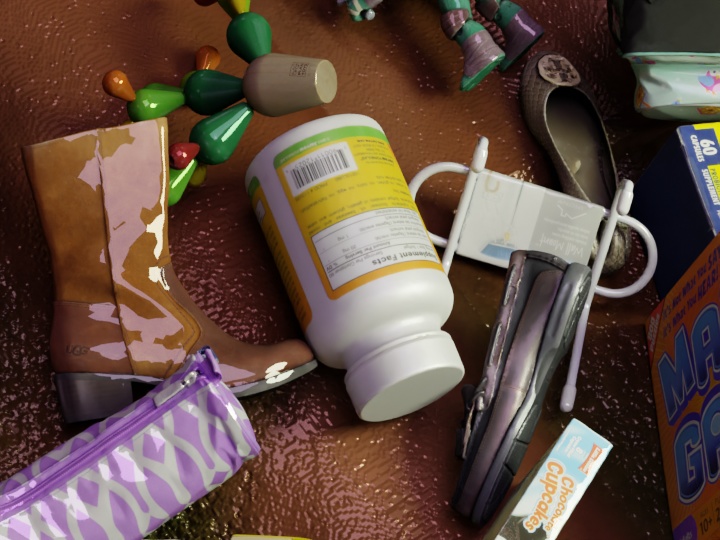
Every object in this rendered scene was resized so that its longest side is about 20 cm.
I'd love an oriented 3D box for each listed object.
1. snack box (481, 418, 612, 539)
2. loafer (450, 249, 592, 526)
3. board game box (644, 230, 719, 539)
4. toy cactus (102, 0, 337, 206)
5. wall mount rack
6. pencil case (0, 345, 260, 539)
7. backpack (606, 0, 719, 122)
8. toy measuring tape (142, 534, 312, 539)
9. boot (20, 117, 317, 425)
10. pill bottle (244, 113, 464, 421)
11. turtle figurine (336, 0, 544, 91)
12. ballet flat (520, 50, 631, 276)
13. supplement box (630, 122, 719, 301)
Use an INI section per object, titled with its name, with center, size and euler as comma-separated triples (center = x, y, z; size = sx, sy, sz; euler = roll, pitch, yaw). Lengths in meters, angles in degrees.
[snack box]
center = 0.092, 0.202, 1.298
size = 0.037, 0.116, 0.200
euler = 35, 59, 4
[loafer]
center = 0.102, 0.081, 1.381
size = 0.062, 0.072, 0.202
euler = 22, 82, 15
[board game box]
center = 0.341, 0.088, 1.384
size = 0.198, 0.200, 0.202
euler = 3, 62, -14
[toy cactus]
center = -0.096, -0.141, 1.407
size = 0.164, 0.103, 0.201
euler = -1, 48, 30
[wall mount rack]
center = 0.120, 0.000, 1.439
size = 0.198, 0.075, 0.176
euler = 16, 97, 0
[pencil case]
center = -0.158, 0.133, 1.247
size = 0.199, 0.086, 0.084
euler = -36, 58, -8
[backpack]
center = 0.282, -0.195, 1.523
size = 0.174, 0.200, 0.155
euler = -2, 104, 5
[toy measuring tape]
center = -0.079, 0.213, 1.281
size = 0.198, 0.074, 0.074
euler = 2, 60, 3
[boot]
center = -0.132, -0.004, 1.344
size = 0.186, 0.068, 0.202
euler = -7, 84, -7
[pill bottle]
center = 0.000, 0.000, 1.382
size = 0.110, 0.111, 0.202
euler = -14, 67, -23
[turtle figurine]
center = 0.055, -0.244, 1.543
size = 0.149, 0.101, 0.201
euler = -34, 82, -29
[ballet flat]
center = 0.174, -0.092, 1.521
size = 0.067, 0.046, 0.202
euler = -2, 63, -18
[supplement box]
center = 0.328, -0.047, 1.507
size = 0.198, 0.110, 0.110
euler = -7, 64, -20
